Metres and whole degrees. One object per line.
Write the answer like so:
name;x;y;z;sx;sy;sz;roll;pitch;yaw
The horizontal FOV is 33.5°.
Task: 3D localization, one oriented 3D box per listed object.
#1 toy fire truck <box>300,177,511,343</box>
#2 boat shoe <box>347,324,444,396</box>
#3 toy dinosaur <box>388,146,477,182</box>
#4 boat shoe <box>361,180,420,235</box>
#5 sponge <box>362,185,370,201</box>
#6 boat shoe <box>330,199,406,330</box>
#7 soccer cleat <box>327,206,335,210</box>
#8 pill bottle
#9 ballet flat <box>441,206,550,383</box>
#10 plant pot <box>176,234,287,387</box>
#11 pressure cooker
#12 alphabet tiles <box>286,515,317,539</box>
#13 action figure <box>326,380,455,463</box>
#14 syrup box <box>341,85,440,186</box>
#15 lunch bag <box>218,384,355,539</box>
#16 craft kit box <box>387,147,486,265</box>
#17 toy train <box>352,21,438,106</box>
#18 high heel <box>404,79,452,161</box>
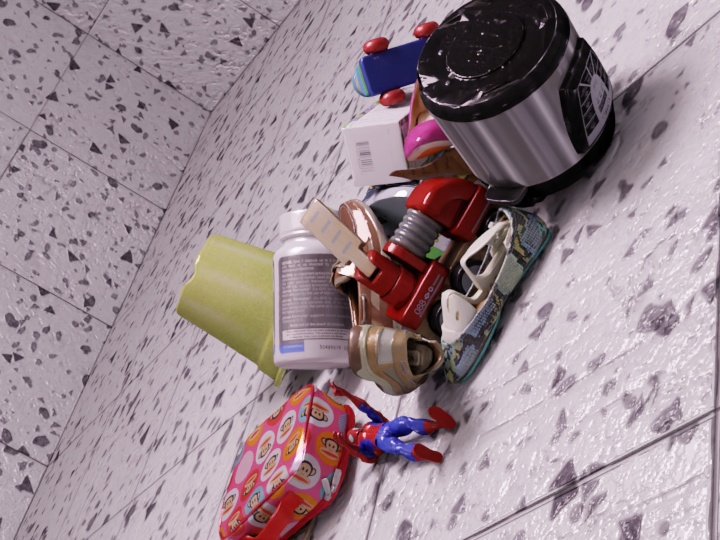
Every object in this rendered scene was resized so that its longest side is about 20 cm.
toy fire truck;0.050;-0.039;1.346;0.176;0.200;0.129;-60;17;-4
boat shoe;0.052;0.095;1.259;0.200;0.076;0.072;18;-112;-71
toy dinosaur;0.111;-0.126;1.426;0.060;0.200;0.106;55;160;38
boat shoe;0.050;-0.104;1.541;0.091;0.071;0.200;-65;17;-16
sponge;0.003;-0.046;1.704;0.200;0.030;0.112;-63;-12;-14
boat shoe;0.000;0.000;1.488;0.076;0.072;0.200;108;149;-58
soccer cleat;-0.049;-0.048;1.724;0.200;0.081;0.068;-53;-15;-70
pill bottle;-0.059;0.026;1.571;0.114;0.113;0.201;159;112;-64
ballet flat;0.124;0.021;1.264;0.200;0.074;0.074;-61;17;-5
plant pot;-0.160;0.043;1.742;0.200;0.184;0.201;-156;90;-89
pressure cooker;0.174;-0.177;1.266;0.176;0.200;0.179;-33;43;9
alphabet tiles;-0.100;0.335;1.461;0.166;0.006;0.200;-37;27;50
action figure;0.013;0.166;1.287;0.065;0.099;0.200;-64;15;-19
syrup box;0.054;-0.178;1.540;0.081;0.079;0.200;-4;21;23
lunch bag;-0.093;0.251;1.434;0.200;0.082;0.176;-45;21;36
craft kit box;0.085;-0.071;1.579;0.200;0.048;0.197;-59;14;-2
toy train;0.087;-0.274;1.555;0.199;0.085;0.116;-19;6;-12
high heel;0.076;-0.185;1.391;0.067;0.096;0.200;-20;5;19
